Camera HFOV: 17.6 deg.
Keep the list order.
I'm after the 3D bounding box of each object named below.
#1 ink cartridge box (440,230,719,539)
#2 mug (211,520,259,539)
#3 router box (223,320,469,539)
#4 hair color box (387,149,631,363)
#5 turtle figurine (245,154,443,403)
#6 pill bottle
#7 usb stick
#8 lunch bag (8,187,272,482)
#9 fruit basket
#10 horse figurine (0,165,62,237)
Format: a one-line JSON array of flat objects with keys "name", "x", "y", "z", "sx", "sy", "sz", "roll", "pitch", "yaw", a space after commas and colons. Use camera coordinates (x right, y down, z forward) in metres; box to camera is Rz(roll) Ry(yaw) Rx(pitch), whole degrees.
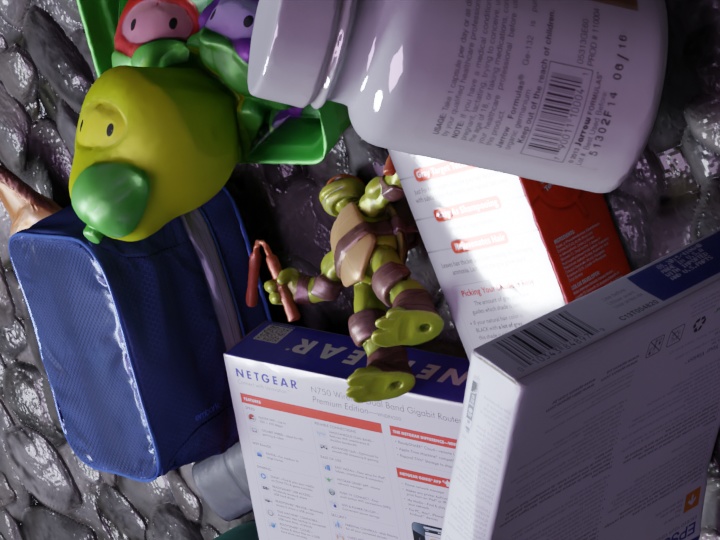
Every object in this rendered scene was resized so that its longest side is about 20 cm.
[{"name": "ink cartridge box", "x": 0.125, "y": 0.096, "z": 1.243, "sx": 0.041, "sy": 0.199, "sz": 0.201, "roll": 34, "pitch": 132, "yaw": 35}, {"name": "mug", "x": -0.078, "y": 0.268, "z": 1.634, "sx": 0.185, "sy": 0.114, "sz": 0.153, "roll": -8, "pitch": 105, "yaw": 50}, {"name": "router box", "x": 0.019, "y": 0.135, "z": 1.469, "sx": 0.199, "sy": 0.049, "sz": 0.180, "roll": 10, "pitch": 122, "yaw": 33}, {"name": "hair color box", "x": 0.092, "y": -0.014, "z": 1.325, "sx": 0.101, "sy": 0.061, "sz": 0.201, "roll": -10, "pitch": 104, "yaw": 50}, {"name": "turtle figurine", "x": 0.000, "y": 0.000, "z": 1.415, "sx": 0.200, "sy": 0.064, "sz": 0.162, "roll": -50, "pitch": 41, "yaw": 34}, {"name": "pill bottle", "x": 0.048, "y": -0.114, "z": 1.195, "sx": 0.114, "sy": 0.199, "sz": 0.115, "roll": -169, "pitch": 90, "yaw": -80}, {"name": "usb stick", "x": -0.054, "y": 0.125, "z": 1.591, "sx": 0.200, "sy": 0.033, "sz": 0.056, "roll": -31, "pitch": 86, "yaw": 51}, {"name": "lunch bag", "x": -0.135, "y": 0.025, "z": 1.544, "sx": 0.136, "sy": 0.132, "sz": 0.201, "roll": 10, "pitch": 118, "yaw": 53}, {"name": "fruit basket", "x": -0.105, "y": -0.114, "z": 1.378, "sx": 0.215, "sy": 0.215, "sz": 0.156, "roll": 4, "pitch": 114, "yaw": 47}, {"name": "horse figurine", "x": -0.207, "y": -0.002, "z": 1.676, "sx": 0.200, "sy": 0.050, "sz": 0.133, "roll": 27, "pitch": 134, "yaw": 38}]
